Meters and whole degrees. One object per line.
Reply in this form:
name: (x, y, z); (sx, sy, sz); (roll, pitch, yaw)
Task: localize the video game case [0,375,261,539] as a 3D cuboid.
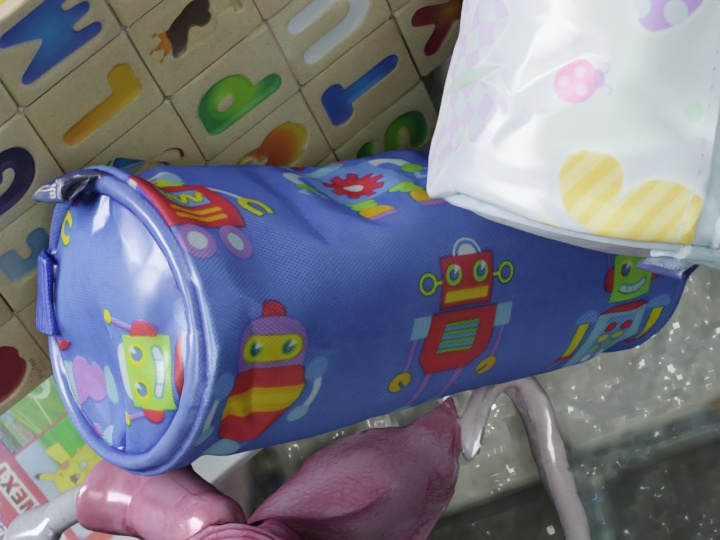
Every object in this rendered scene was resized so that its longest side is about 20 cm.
video game case: (-0.115, -0.006, 0.862); (0.182, 0.023, 0.200); (-38, 97, -3)

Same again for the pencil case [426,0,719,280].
pencil case: (0.074, -0.101, 0.743); (0.083, 0.091, 0.201); (9, 92, -36)

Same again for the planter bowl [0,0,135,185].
planter bowl: (-0.110, -0.074, 0.804); (0.199, 0.083, 0.201); (0, 93, -6)

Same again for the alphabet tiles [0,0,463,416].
alphabet tiles: (-0.048, -0.038, 0.788); (0.200, 0.167, 0.006); (-38, 58, -7)

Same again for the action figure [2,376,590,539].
action figure: (-0.014, 0.102, 0.783); (0.148, 0.200, 0.134); (-24, 78, 10)

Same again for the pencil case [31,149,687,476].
pencil case: (0.000, 0.000, 0.804); (0.199, 0.087, 0.078); (-11, 116, -41)
